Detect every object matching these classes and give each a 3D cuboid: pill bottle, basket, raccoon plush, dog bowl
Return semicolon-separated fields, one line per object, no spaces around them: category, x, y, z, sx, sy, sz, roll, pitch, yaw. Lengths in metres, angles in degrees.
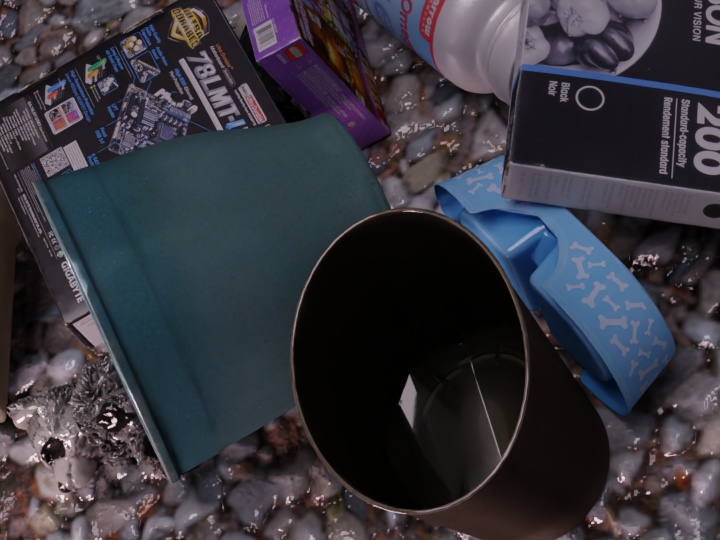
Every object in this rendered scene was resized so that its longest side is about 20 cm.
pill bottle;0.073;-0.193;1.218;0.109;0.109;0.200;-46;52;0
basket;0.064;0.084;1.015;0.135;0.200;0.181;-25;58;14
raccoon plush;-0.156;0.070;1.241;0.134;0.097;0.200;5;50;42
dog bowl;0.122;0.003;1.090;0.049;0.112;0.200;-37;52;-6

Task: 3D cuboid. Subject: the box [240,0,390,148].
box;-0.045;-0.199;1.272;0.039;0.137;0.201;-26;55;16

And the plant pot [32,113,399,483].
plant pot;-0.075;-0.001;1.072;0.187;0.200;0.200;-26;52;-9

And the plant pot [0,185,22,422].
plant pot;-0.336;0.030;1.300;0.200;0.200;0.184;-17;69;21

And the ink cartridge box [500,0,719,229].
ink cartridge box;0.195;-0.123;1.088;0.199;0.043;0.199;9;61;-1

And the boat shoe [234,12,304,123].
boat shoe;-0.076;-0.109;1.289;0.066;0.075;0.200;9;57;3

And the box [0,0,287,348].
box;-0.149;-0.077;1.223;0.198;0.050;0.200;-30;60;-1
